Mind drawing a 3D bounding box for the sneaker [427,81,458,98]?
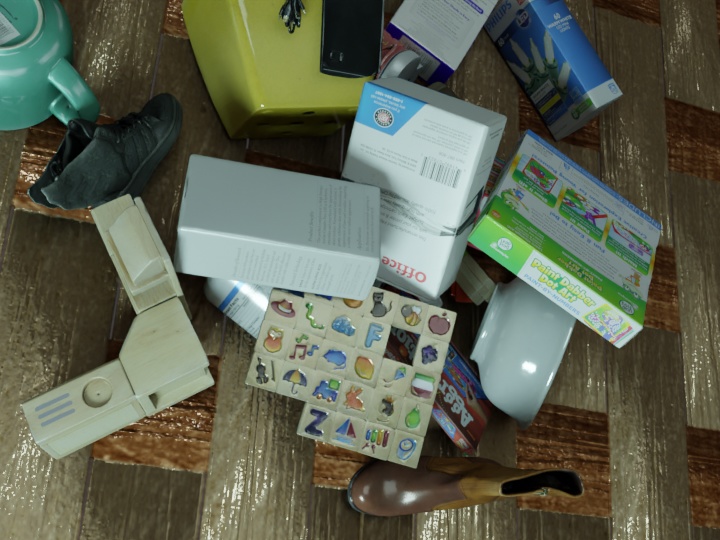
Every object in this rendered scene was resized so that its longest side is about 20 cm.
[{"bbox_3d":[0.069,-0.166,1.105,0.075,0.071,0.200,41,60,9],"label":"sneaker"}]

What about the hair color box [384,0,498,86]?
[{"bbox_3d":[0.115,-0.356,1.199,0.109,0.065,0.201,35,65,-7],"label":"hair color box"}]

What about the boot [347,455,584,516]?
[{"bbox_3d":[0.102,0.230,0.912,0.186,0.200,0.070,7,79,-21],"label":"boot"}]

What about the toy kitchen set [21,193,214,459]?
[{"bbox_3d":[-0.263,0.037,0.850,0.179,0.164,0.202,-25,71,-14],"label":"toy kitchen set"}]

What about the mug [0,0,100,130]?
[{"bbox_3d":[-0.368,-0.241,0.935,0.182,0.114,0.154,4,71,-20],"label":"mug"}]

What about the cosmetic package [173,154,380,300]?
[{"bbox_3d":[-0.081,-0.042,0.877,0.197,0.074,0.103,9,51,-9],"label":"cosmetic package"}]

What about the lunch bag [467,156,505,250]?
[{"bbox_3d":[0.172,-0.089,1.086,0.198,0.082,0.177,19,29,-23],"label":"lunch bag"}]

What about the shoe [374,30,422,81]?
[{"bbox_3d":[0.021,-0.257,1.073,0.091,0.200,0.072,38,104,-1],"label":"shoe"}]

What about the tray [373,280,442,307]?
[{"bbox_3d":[0.000,0.000,1.053,0.200,0.022,0.107,48,61,-1],"label":"tray"}]

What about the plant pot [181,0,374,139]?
[{"bbox_3d":[-0.083,-0.257,1.022,0.197,0.200,0.179,-7,86,-23],"label":"plant pot"}]

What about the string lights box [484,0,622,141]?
[{"bbox_3d":[0.263,-0.294,1.214,0.059,0.103,0.201,-29,84,-27],"label":"string lights box"}]

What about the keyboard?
[{"bbox_3d":[-0.029,-0.311,0.938,0.126,0.021,0.203,3,89,-30],"label":"keyboard"}]

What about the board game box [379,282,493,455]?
[{"bbox_3d":[0.080,0.105,1.009,0.201,0.019,0.103,51,36,-10],"label":"board game box"}]

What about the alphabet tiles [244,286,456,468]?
[{"bbox_3d":[-0.012,0.096,0.908,0.197,0.008,0.169,18,82,-10],"label":"alphabet tiles"}]

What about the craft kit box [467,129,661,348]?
[{"bbox_3d":[0.232,-0.042,0.964,0.199,0.049,0.198,35,39,-1],"label":"craft kit box"}]

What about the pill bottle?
[{"bbox_3d":[-0.100,0.014,0.957,0.199,0.112,0.113,40,63,-5],"label":"pill bottle"}]

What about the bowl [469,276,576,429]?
[{"bbox_3d":[0.185,0.074,1.020,0.089,0.202,0.203,22,64,6],"label":"bowl"}]

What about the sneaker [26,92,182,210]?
[{"bbox_3d":[-0.269,-0.135,0.945,0.104,0.059,0.202,49,56,-47],"label":"sneaker"}]

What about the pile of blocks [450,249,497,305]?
[{"bbox_3d":[0.088,-0.028,1.084,0.062,0.082,0.201,-41,81,7],"label":"pile of blocks"}]

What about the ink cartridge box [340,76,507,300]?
[{"bbox_3d":[0.057,-0.091,0.959,0.143,0.202,0.084,23,24,18],"label":"ink cartridge box"}]
